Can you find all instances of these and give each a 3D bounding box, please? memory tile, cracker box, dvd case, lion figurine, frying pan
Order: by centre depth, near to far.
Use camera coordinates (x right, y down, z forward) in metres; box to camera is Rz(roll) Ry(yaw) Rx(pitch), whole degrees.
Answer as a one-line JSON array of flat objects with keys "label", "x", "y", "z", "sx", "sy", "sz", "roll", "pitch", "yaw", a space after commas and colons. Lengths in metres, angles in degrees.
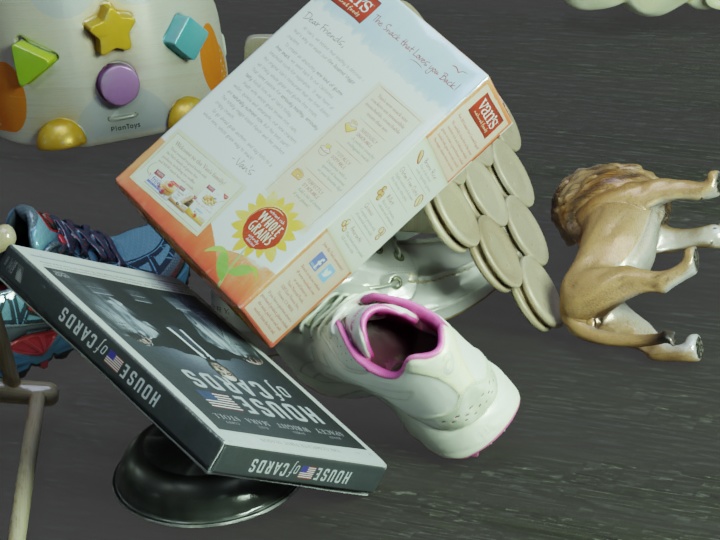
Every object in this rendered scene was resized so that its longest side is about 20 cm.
[{"label": "dvd case", "x": -0.095, "y": 0.055, "z": 1.443, "sx": 0.200, "sy": 0.025, "sz": 0.150, "roll": 39, "pitch": 15, "yaw": 34}, {"label": "frying pan", "x": -0.073, "y": 0.092, "z": 1.509, "sx": 0.114, "sy": 0.031, "sz": 0.190, "roll": 6, "pitch": 31, "yaw": 20}, {"label": "cracker box", "x": -0.028, "y": -0.070, "z": 1.527, "sx": 0.200, "sy": 0.058, "sz": 0.134, "roll": -43, "pitch": 55, "yaw": -5}, {"label": "lion figurine", "x": 0.162, "y": -0.007, "z": 1.613, "sx": 0.122, "sy": 0.073, "sz": 0.200, "roll": -4, "pitch": 29, "yaw": 21}, {"label": "memory tile", "x": 0.069, "y": -0.066, "z": 1.618, "sx": 0.017, "sy": 0.153, "sz": 0.201, "roll": -28, "pitch": 47, "yaw": 21}]

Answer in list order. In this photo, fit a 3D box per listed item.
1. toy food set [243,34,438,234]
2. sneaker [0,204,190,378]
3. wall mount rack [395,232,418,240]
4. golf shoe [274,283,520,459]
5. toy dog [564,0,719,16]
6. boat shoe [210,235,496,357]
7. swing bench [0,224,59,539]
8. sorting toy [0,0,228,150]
[{"label": "toy food set", "x": -0.012, "y": -0.093, "z": 1.656, "sx": 0.142, "sy": 0.061, "sz": 0.200, "roll": 3, "pitch": 32, "yaw": 1}, {"label": "sneaker", "x": -0.189, "y": 0.000, "z": 1.641, "sx": 0.199, "sy": 0.096, "sz": 0.079, "roll": -26, "pitch": 33, "yaw": -36}, {"label": "wall mount rack", "x": -0.008, "y": -0.062, "z": 1.762, "sx": 0.199, "sy": 0.075, "sz": 0.173, "roll": -25, "pitch": 22, "yaw": -36}, {"label": "golf shoe", "x": 0.007, "y": 0.037, "z": 1.508, "sx": 0.199, "sy": 0.092, "sz": 0.075, "roll": 23, "pitch": 67, "yaw": 44}, {"label": "toy dog", "x": 0.249, "y": -0.287, "z": 2.137, "sx": 0.194, "sy": 0.140, "sz": 0.200, "roll": -41, "pitch": 24, "yaw": 12}, {"label": "boat shoe", "x": 0.000, "y": 0.000, "z": 1.631, "sx": 0.199, "sy": 0.070, "sz": 0.071, "roll": -15, "pitch": 24, "yaw": -20}, {"label": "swing bench", "x": -0.286, "y": 0.084, "z": 1.459, "sx": 0.199, "sy": 0.130, "sz": 0.199, "roll": -10, "pitch": 26, "yaw": 3}, {"label": "sorting toy", "x": -0.197, "y": -0.196, "z": 1.956, "sx": 0.199, "sy": 0.181, "sz": 0.107, "roll": -12, "pitch": 26, "yaw": -11}]
